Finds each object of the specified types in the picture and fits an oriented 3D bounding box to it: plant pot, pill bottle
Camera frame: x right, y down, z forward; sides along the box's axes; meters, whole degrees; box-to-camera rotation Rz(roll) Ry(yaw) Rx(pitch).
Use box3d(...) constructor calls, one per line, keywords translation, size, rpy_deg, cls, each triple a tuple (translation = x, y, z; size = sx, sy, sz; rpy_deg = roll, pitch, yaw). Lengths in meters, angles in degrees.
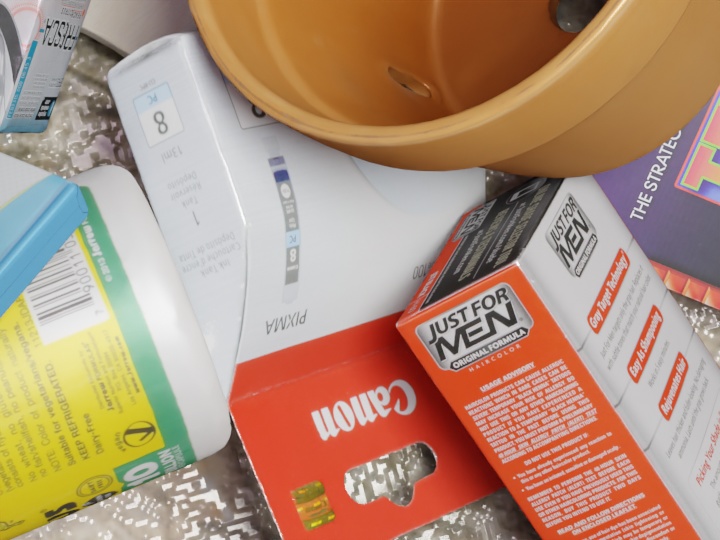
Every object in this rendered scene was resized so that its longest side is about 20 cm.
box3d(translation=(0.054, -0.118, 0.859), size=(0.199, 0.140, 0.201), rpy_deg=(-11, 68, 28), cls="plant pot")
box3d(translation=(-0.156, 0.048, 0.837), size=(0.199, 0.113, 0.113), rpy_deg=(-22, 88, -8), cls="pill bottle")

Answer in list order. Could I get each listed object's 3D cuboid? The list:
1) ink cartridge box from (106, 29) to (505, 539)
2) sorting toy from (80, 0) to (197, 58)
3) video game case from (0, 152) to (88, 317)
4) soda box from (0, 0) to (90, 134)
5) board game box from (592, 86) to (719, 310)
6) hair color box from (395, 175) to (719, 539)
box3d(translation=(0.000, 0.000, 0.911), size=(0.047, 0.160, 0.201), rpy_deg=(-24, 85, 36), cls="ink cartridge box")
box3d(translation=(-0.071, -0.164, 0.944), size=(0.200, 0.107, 0.180), rpy_deg=(-42, 106, 9), cls="sorting toy")
box3d(translation=(-0.211, -0.007, 0.808), size=(0.199, 0.018, 0.143), rpy_deg=(22, 59, 29), cls="video game case")
box3d(translation=(-0.198, -0.112, 0.838), size=(0.199, 0.064, 0.069), rpy_deg=(21, 97, 7), cls="soda box")
box3d(translation=(0.182, -0.078, 0.953), size=(0.165, 0.057, 0.201), rpy_deg=(21, 103, -5), cls="board game box")
box3d(translation=(0.103, 0.067, 0.915), size=(0.061, 0.102, 0.200), rpy_deg=(-27, 104, 29), cls="hair color box")
